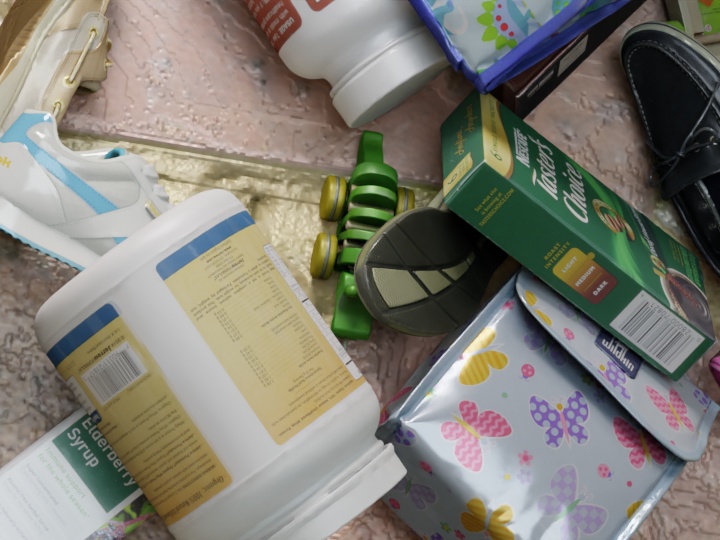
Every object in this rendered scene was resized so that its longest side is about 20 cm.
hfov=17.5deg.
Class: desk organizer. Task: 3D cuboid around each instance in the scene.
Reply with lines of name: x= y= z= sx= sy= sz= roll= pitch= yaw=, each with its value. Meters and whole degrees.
desk organizer: x=0.149 y=-0.200 z=1.560 sx=0.200 sy=0.072 sz=0.077 roll=-44 pitch=80 yaw=-6

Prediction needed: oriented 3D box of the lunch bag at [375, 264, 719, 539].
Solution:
lunch bag: x=0.118 y=0.096 z=1.481 sx=0.170 sy=0.127 sz=0.200 roll=46 pitch=60 yaw=0

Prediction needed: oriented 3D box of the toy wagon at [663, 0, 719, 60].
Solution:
toy wagon: x=0.277 y=-0.177 z=1.626 sx=0.154 sy=0.040 sz=0.201 roll=-10 pitch=80 yaw=-15

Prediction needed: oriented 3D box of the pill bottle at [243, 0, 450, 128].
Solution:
pill bottle: x=-0.026 y=-0.199 z=1.523 sx=0.112 sy=0.112 sz=0.201 roll=-31 pitch=86 yaw=-18

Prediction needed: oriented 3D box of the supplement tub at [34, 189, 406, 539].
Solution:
supplement tub: x=-0.079 y=0.070 z=1.346 sx=0.144 sy=0.145 sz=0.200 roll=-35 pitch=89 yaw=-18

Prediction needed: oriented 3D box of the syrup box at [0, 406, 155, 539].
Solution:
syrup box: x=-0.177 y=0.137 z=1.423 sx=0.200 sy=0.081 sz=0.079 roll=-38 pitch=91 yaw=-17

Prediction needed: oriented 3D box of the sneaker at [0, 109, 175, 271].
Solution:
sneaker: x=-0.141 y=-0.028 z=1.449 sx=0.199 sy=0.076 sz=0.081 roll=28 pitch=87 yaw=-27

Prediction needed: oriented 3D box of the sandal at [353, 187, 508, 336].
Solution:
sandal: x=0.044 y=-0.007 z=1.486 sx=0.080 sy=0.057 sz=0.201 roll=67 pitch=28 yaw=-8

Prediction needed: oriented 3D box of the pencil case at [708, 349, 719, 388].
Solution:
pencil case: x=0.321 y=0.034 z=1.562 sx=0.200 sy=0.094 sz=0.091 roll=-40 pitch=69 yaw=-15

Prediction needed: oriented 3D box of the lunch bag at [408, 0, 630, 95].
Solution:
lunch bag: x=0.105 y=-0.232 z=1.465 sx=0.200 sy=0.127 sz=0.170 roll=-35 pitch=82 yaw=-5

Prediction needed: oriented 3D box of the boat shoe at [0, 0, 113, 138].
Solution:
boat shoe: x=-0.196 y=-0.134 z=1.496 sx=0.069 sy=0.074 sz=0.201 roll=39 pitch=70 yaw=-26

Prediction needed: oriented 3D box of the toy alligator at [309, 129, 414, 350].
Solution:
toy alligator: x=0.000 y=0.000 z=1.511 sx=0.059 sy=0.054 sz=0.201 roll=11 pitch=75 yaw=-10

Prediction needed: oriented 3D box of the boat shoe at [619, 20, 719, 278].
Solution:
boat shoe: x=0.231 y=-0.076 z=1.569 sx=0.062 sy=0.074 sz=0.201 roll=-25 pitch=87 yaw=-46

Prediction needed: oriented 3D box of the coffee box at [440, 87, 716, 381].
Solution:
coffee box: x=0.138 y=-0.025 z=1.497 sx=0.200 sy=0.123 sz=0.044 roll=37 pitch=112 yaw=-15
